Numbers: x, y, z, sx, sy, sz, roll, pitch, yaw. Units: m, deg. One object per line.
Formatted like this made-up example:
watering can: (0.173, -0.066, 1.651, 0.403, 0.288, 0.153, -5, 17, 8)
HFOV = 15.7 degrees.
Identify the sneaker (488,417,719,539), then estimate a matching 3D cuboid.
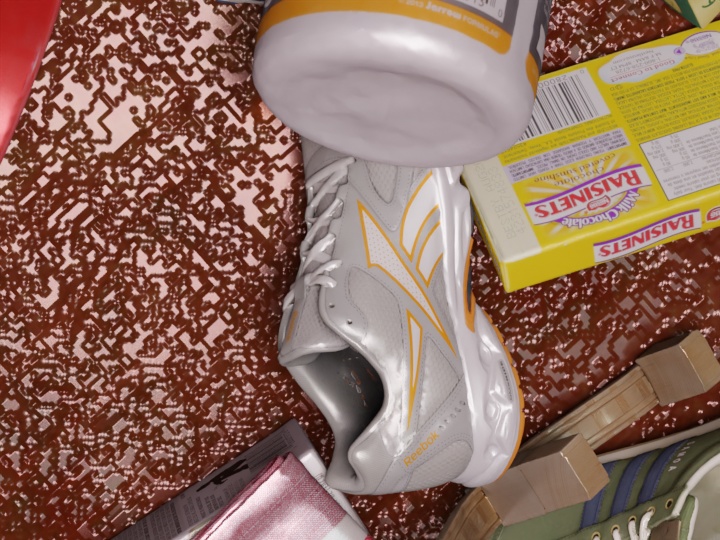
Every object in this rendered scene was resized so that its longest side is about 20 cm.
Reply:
sneaker: (0.130, 0.114, 1.135, 0.199, 0.090, 0.067, -26, 99, 7)

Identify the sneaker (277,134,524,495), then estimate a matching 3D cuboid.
sneaker: (0.000, 0.000, 1.101, 0.092, 0.076, 0.201, -12, 78, -33)

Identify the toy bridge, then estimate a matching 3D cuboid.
toy bridge: (0.077, 0.092, 1.125, 0.200, 0.067, 0.027, -38, 99, -38)

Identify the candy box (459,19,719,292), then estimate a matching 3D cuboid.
candy box: (0.141, -0.060, 1.133, 0.199, 0.102, 0.026, -17, 139, -5)

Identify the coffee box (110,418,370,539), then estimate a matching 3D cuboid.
coffee box: (-0.079, 0.170, 1.135, 0.200, 0.080, 0.113, -33, 100, -3)

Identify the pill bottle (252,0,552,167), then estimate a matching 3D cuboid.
pill bottle: (0.028, -0.153, 1.069, 0.116, 0.116, 0.201, 14, 68, -8)

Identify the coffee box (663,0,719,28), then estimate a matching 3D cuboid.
coffee box: (0.188, -0.206, 1.110, 0.200, 0.123, 0.044, -45, 63, -2)

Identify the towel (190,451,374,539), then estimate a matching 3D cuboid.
towel: (-0.015, 0.195, 1.094, 0.144, 0.023, 0.200, -44, 100, -4)

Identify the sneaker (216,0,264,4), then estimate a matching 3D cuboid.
sneaker: (-0.091, -0.175, 1.095, 0.199, 0.085, 0.077, 31, 91, -10)

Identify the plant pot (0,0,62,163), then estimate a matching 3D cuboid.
plant pot: (-0.234, -0.090, 1.044, 0.177, 0.200, 0.201, 24, 93, 1)
